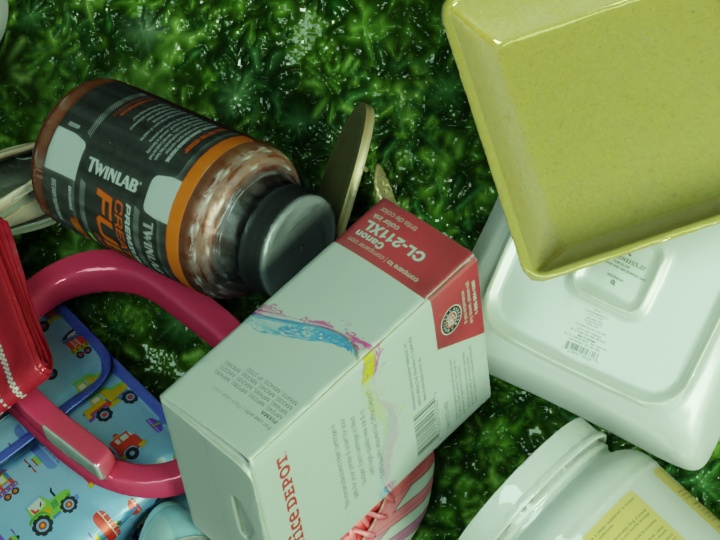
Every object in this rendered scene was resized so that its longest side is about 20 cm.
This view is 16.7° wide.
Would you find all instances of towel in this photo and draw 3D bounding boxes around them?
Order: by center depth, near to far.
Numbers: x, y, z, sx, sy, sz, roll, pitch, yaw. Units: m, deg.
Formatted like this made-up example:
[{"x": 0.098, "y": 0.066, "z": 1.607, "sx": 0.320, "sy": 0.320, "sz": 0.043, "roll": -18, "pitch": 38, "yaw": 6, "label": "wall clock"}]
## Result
[{"x": -0.290, "y": 0.068, "z": 1.599, "sx": 0.200, "sy": 0.022, "sz": 0.145, "roll": -38, "pitch": 52, "yaw": 17, "label": "towel"}]

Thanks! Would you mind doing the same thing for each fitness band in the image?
[{"x": -0.150, "y": 0.065, "z": 1.584, "sx": 0.144, "sy": 0.037, "sz": 0.200, "roll": -40, "pitch": 58, "yaw": -22, "label": "fitness band"}]

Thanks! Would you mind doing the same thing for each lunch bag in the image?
[{"x": -0.214, "y": 0.115, "z": 1.627, "sx": 0.151, "sy": 0.094, "sz": 0.200, "roll": -41, "pitch": 66, "yaw": -11, "label": "lunch bag"}]

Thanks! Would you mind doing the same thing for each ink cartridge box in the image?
[{"x": -0.018, "y": 0.077, "z": 1.500, "sx": 0.083, "sy": 0.146, "sz": 0.200, "roll": 34, "pitch": 62, "yaw": 29, "label": "ink cartridge box"}]

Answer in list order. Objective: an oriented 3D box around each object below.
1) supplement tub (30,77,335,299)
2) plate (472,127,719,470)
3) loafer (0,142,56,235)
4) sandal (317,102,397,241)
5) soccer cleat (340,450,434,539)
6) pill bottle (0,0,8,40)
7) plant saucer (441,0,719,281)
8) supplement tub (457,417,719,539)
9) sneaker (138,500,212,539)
[{"x": -0.112, "y": -0.048, "z": 1.578, "sx": 0.200, "sy": 0.107, "sz": 0.107, "roll": 24, "pitch": 94, "yaw": 35, "label": "supplement tub"}, {"x": 0.167, "y": -0.001, "z": 1.558, "sx": 0.199, "sy": 0.032, "sz": 0.200, "roll": 26, "pitch": 95, "yaw": 15, "label": "plate"}, {"x": -0.285, "y": -0.042, "z": 1.644, "sx": 0.200, "sy": 0.063, "sz": 0.072, "roll": -21, "pitch": 70, "yaw": -8, "label": "loafer"}, {"x": -0.001, "y": -0.001, "z": 1.602, "sx": 0.069, "sy": 0.078, "sz": 0.212, "roll": 16, "pitch": 100, "yaw": -15, "label": "sandal"}, {"x": -0.013, "y": 0.180, "z": 1.579, "sx": 0.067, "sy": 0.076, "sz": 0.200, "roll": 31, "pitch": 96, "yaw": 16, "label": "soccer cleat"}, {"x": -0.314, "y": -0.185, "z": 1.621, "sx": 0.119, "sy": 0.200, "sz": 0.120, "roll": -1, "pitch": 87, "yaw": 17, "label": "pill bottle"}, {"x": 0.172, "y": -0.105, "z": 1.528, "sx": 0.200, "sy": 0.048, "sz": 0.200, "roll": -18, "pitch": 71, "yaw": 5, "label": "plant saucer"}, {"x": 0.167, "y": 0.201, "z": 1.489, "sx": 0.200, "sy": 0.145, "sz": 0.145, "roll": 43, "pitch": 99, "yaw": 14, "label": "supplement tub"}, {"x": -0.117, "y": 0.237, "z": 1.599, "sx": 0.074, "sy": 0.082, "sz": 0.200, "roll": -2, "pitch": 123, "yaw": -20, "label": "sneaker"}]
